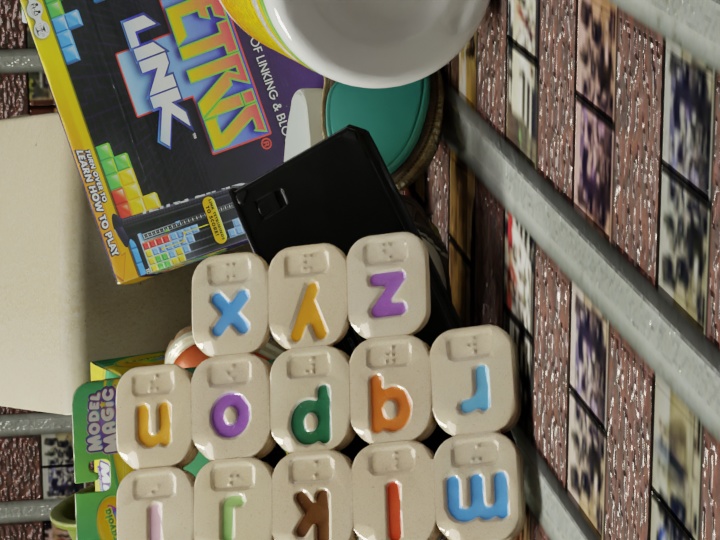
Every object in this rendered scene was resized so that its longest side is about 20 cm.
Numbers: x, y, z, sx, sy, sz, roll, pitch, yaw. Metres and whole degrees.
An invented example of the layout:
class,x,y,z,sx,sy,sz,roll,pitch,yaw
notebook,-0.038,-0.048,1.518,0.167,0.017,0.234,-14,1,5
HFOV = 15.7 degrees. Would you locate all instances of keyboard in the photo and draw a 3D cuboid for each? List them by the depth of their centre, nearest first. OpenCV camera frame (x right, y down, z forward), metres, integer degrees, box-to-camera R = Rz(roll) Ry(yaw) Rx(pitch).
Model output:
class,x,y,z,sx,sy,sz,roll,pitch,yaw
keyboard,-0.013,0.041,1.231,0.201,0.127,0.021,66,-169,23

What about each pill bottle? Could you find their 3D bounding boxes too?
class,x,y,z,sx,sy,sz,roll,pitch,yaw
pill bottle,-0.014,-0.155,1.266,0.200,0.111,0.112,-143,50,-71

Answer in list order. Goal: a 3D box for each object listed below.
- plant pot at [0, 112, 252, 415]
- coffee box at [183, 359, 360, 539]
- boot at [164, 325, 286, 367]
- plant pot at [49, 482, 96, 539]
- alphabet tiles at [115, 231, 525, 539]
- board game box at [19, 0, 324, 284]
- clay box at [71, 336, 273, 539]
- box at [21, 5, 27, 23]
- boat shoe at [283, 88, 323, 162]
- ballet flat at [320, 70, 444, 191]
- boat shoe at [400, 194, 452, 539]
class,x,y,z,sx,sy,sz,roll,pitch,yaw
plant pot,-0.134,-0.016,1.618,0.200,0.199,0.178,1,97,61
coffee box,-0.024,0.139,1.302,0.044,0.122,0.201,-61,-40,-62
boot,-0.043,0.121,1.438,0.200,0.075,0.107,54,-159,-22
plant pot,-0.077,0.219,1.659,0.200,0.199,0.191,-159,54,-80
alphabet tiles,-0.021,0.084,1.202,0.015,0.199,0.197,31,-126,-66
board game box,-0.090,-0.112,1.467,0.057,0.165,0.201,-24,-85,-68
clay box,-0.081,0.101,1.512,0.048,0.199,0.116,20,113,59
box,-0.112,-0.227,1.612,0.176,0.199,0.097,133,133,-76
boat shoe,0.000,0.000,1.399,0.071,0.063,0.201,173,89,-76
ballet flat,0.013,-0.096,1.360,0.201,0.070,0.065,-98,-17,-45
boat shoe,0.017,0.059,1.318,0.060,0.071,0.201,-79,-11,-61
